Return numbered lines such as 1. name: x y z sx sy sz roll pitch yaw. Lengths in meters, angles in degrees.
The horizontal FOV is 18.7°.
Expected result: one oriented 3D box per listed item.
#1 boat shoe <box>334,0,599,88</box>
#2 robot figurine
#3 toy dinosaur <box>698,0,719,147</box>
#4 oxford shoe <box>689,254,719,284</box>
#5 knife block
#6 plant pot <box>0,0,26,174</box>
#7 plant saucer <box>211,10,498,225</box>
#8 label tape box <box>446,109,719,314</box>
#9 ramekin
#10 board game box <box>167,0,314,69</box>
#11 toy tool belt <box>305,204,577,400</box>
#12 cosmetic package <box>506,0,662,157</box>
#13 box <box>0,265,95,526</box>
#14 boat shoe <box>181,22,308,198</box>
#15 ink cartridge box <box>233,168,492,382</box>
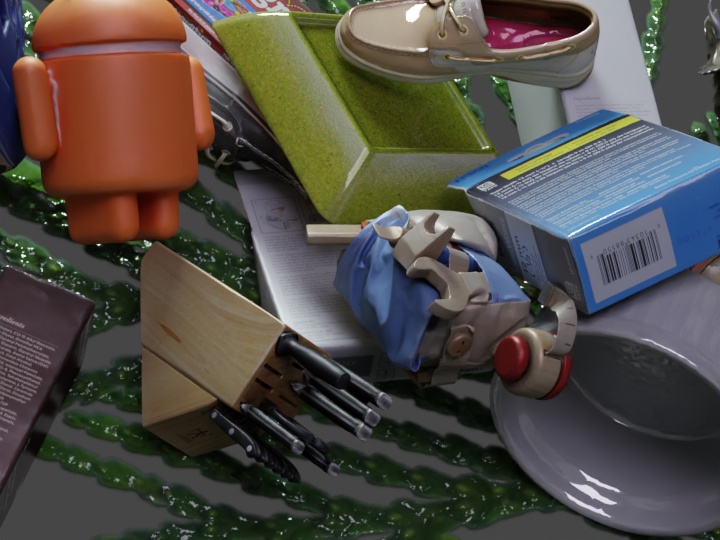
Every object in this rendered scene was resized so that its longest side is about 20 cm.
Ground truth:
1. boat shoe: 0.083 -0.184 1.636 0.200 0.069 0.074 1 59 -9
2. robot figurine: -0.177 -0.120 1.586 0.144 0.117 0.200 -5 92 -8
3. toy dinosaur: 0.336 -0.120 1.764 0.200 0.102 0.077 38 58 11
4. oxford shoe: 0.268 0.014 1.701 0.200 0.070 0.075 -33 102 -32
5. knife block: -0.066 0.055 1.522 0.175 0.064 0.200 -20 56 24
6. plant pot: -0.340 -0.158 1.544 0.200 0.200 0.180 -13 68 -1
7. plant saucer: 0.013 -0.127 1.665 0.200 0.048 0.200 -3 54 -45
8. label tape box: 0.168 -0.047 1.553 0.143 0.200 0.066 -25 110 -16
9. ramekin: 0.201 0.086 1.554 0.200 0.201 0.098 28 48 4
10. board game box: -0.066 -0.177 1.734 0.200 0.019 0.103 43 44 13
11. toy tool belt: 0.046 0.023 1.497 0.123 0.125 0.200 12 19 -33
12. cosmetic package: 0.176 -0.121 1.721 0.081 0.113 0.200 0 62 -14
13. box: -0.254 0.108 1.481 0.075 0.100 0.200 22 58 -1
14. boat shoe: -0.100 -0.111 1.674 0.200 0.071 0.064 42 82 16
15. ink cartridge box: 0.000 0.000 1.653 0.162 0.057 0.200 -5 40 -16
